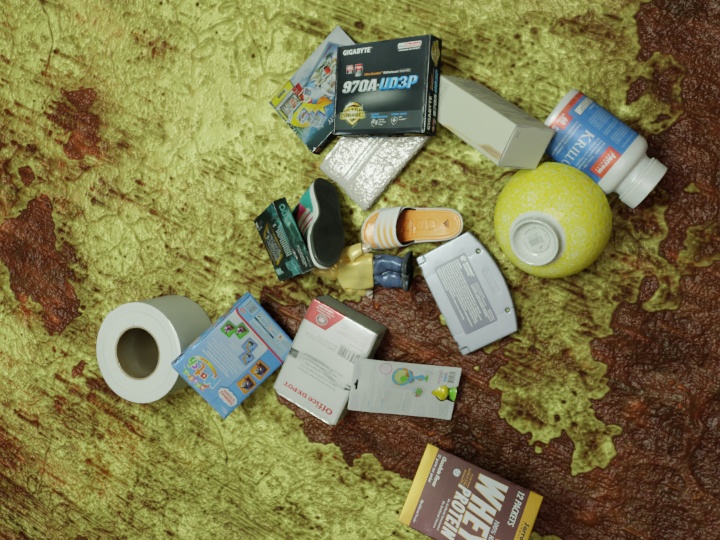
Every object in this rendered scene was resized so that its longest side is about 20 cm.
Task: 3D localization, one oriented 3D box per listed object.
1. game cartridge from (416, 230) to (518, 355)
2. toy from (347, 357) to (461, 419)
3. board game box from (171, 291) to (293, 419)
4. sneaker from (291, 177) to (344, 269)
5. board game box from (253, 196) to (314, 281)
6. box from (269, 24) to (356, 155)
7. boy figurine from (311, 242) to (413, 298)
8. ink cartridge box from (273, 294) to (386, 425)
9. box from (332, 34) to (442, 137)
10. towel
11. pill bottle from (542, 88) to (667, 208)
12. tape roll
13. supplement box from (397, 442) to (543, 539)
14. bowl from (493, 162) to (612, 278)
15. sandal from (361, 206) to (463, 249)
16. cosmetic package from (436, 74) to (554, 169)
[{"bbox_3d":[0.202,0.038,1.148,0.132,0.042,0.202,-26,86,13],"label":"game cartridge"},{"bbox_3d":[0.081,0.213,1.172,0.197,0.047,0.116,8,114,-1],"label":"toy"},{"bbox_3d":[-0.243,0.165,1.222,0.200,0.037,0.152,-43,109,-11],"label":"board game box"},{"bbox_3d":[-0.095,-0.065,1.176,0.121,0.083,0.202,-43,37,41],"label":"sneaker"},{"bbox_3d":[-0.147,-0.052,1.171,0.028,0.200,0.137,-24,93,-19],"label":"board game box"},{"bbox_3d":[-0.063,-0.343,1.201,0.200,0.038,0.137,-43,82,15],"label":"box"},{"bbox_3d":[0.000,0.000,1.186,0.197,0.065,0.125,4,128,18],"label":"boy figurine"},{"bbox_3d":[-0.058,0.171,1.212,0.146,0.083,0.202,28,101,13],"label":"ink cartridge box"},{"bbox_3d":[0.044,-0.317,1.095,0.198,0.046,0.161,8,97,36],"label":"box"},{"bbox_3d":[0.028,-0.226,1.184,0.132,0.034,0.200,44,105,10],"label":"towel"},{"bbox_3d":[0.396,-0.197,1.031,0.200,0.112,0.113,40,104,11],"label":"pill bottle"},{"bbox_3d":[-0.420,0.158,1.294,0.200,0.139,0.206,1,95,16],"label":"tape roll"},{"bbox_3d":[0.186,0.404,1.077,0.198,0.197,0.134,22,78,14],"label":"supplement box"},{"bbox_3d":[0.301,-0.066,1.033,0.198,0.108,0.202,17,123,27],"label":"bowl"},{"bbox_3d":[0.085,-0.084,1.150,0.204,0.059,0.080,-6,89,28],"label":"sandal"},{"bbox_3d":[0.210,-0.248,1.041,0.200,0.104,0.072,50,130,40],"label":"cosmetic package"}]
